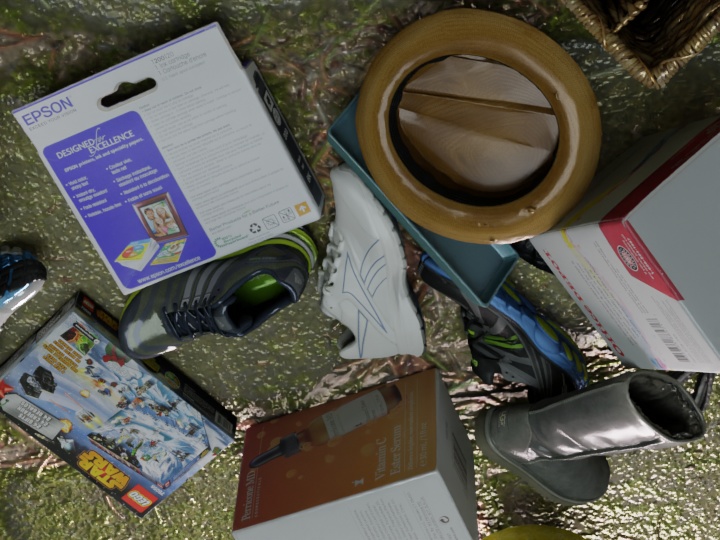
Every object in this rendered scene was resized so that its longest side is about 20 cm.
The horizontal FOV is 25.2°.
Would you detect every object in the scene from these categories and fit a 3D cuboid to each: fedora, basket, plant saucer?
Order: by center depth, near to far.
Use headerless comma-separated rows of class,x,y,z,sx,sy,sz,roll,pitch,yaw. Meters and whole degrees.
basket,0.225,-0.266,1.176,0.142,0.150,0.200,35,118,-19
fedora,0.098,-0.120,1.296,0.198,0.082,0.203,5,108,14
plant saucer,0.051,-0.060,1.343,0.200,0.070,0.019,48,141,-13

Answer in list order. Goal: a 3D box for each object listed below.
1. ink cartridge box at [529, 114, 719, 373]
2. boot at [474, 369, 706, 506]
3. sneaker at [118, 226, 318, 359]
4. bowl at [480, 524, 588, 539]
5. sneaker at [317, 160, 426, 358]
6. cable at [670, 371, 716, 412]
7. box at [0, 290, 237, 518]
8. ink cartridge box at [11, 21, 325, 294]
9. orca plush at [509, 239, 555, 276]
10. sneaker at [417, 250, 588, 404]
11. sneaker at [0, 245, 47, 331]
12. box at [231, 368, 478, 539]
ink cartridge box,0.253,-0.020,1.261,0.144,0.200,0.146,-40,98,-13
boot,0.221,0.146,1.416,0.181,0.073,0.199,23,147,-37
sneaker,-0.130,0.027,1.407,0.199,0.081,0.074,-28,116,17
bowl,0.165,0.313,1.561,0.197,0.108,0.202,1,122,1
sneaker,0.000,0.000,1.385,0.086,0.075,0.202,-15,120,0
cable,0.327,0.072,1.438,0.097,0.051,0.200,33,117,-25
box,-0.232,0.128,1.498,0.137,0.040,0.200,-39,113,22
ink cartridge box,-0.158,-0.097,1.354,0.196,0.044,0.201,-20,121,13
orca plush,0.202,-0.020,1.374,0.198,0.071,0.106,17,121,-9
sneaker,0.119,0.056,1.424,0.083,0.071,0.199,-40,116,16
sneaker,-0.346,0.050,1.445,0.199,0.075,0.087,-28,128,24
box,-0.003,0.200,1.469,0.198,0.153,0.107,-19,121,12
